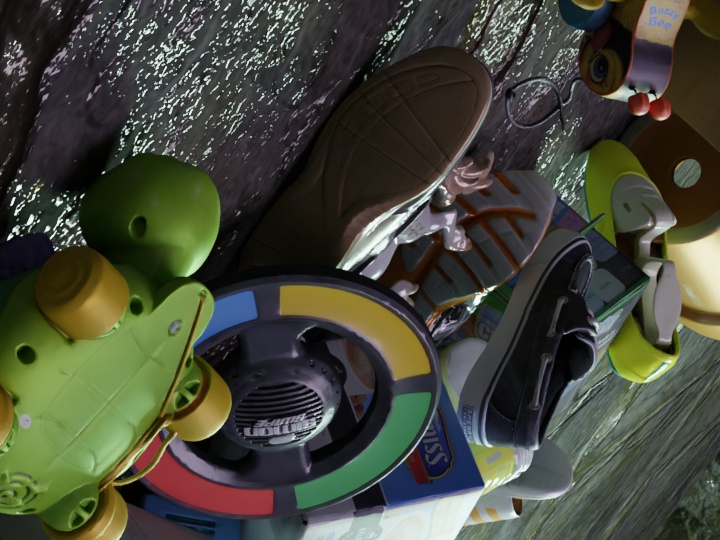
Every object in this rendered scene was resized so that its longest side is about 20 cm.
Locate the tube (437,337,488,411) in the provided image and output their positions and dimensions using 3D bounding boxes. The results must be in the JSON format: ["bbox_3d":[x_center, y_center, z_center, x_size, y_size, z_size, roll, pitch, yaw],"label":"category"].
[{"bbox_3d":[0.029,0.090,1.675,0.058,0.052,0.200,11,164,-28],"label":"tube"}]

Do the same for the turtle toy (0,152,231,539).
[{"bbox_3d":[-0.134,0.032,1.083,0.200,0.101,0.146,-48,141,-8],"label":"turtle toy"}]

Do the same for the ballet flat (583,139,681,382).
[{"bbox_3d":[0.221,-0.013,1.780,0.067,0.201,0.067,3,164,-26],"label":"ballet flat"}]

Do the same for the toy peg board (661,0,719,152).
[{"bbox_3d":[0.284,-0.173,1.498,0.098,0.199,0.200,31,103,-39],"label":"toy peg board"}]

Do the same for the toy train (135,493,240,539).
[{"bbox_3d":[-0.136,0.229,1.545,0.200,0.086,0.115,122,-22,-62],"label":"toy train"}]

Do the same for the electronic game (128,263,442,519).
[{"bbox_3d":[-0.050,0.075,1.340,0.199,0.042,0.200,-7,132,-8],"label":"electronic game"}]

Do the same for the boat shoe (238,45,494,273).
[{"bbox_3d":[0.007,-0.054,1.328,0.200,0.072,0.065,-50,170,22],"label":"boat shoe"}]

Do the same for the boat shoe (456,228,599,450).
[{"bbox_3d":[0.131,0.047,1.547,0.200,0.068,0.072,-56,148,-45],"label":"boat shoe"}]

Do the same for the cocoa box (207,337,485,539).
[{"bbox_3d":[-0.020,0.150,1.537,0.131,0.134,0.200,-8,149,-22],"label":"cocoa box"}]

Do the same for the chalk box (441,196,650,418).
[{"bbox_3d":[0.122,0.025,1.721,0.124,0.124,0.200,-32,157,-41],"label":"chalk box"}]

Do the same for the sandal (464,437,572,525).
[{"bbox_3d":[0.068,0.164,1.784,0.079,0.206,0.059,-56,144,-55],"label":"sandal"}]

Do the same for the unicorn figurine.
[{"bbox_3d":[0.000,0.000,1.451,0.137,0.074,0.200,3,113,-58],"label":"unicorn figurine"}]

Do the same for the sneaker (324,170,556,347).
[{"bbox_3d":[0.058,0.002,1.592,0.200,0.078,0.077,-42,167,16],"label":"sneaker"}]

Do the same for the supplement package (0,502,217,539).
[{"bbox_3d":[-0.143,0.213,1.334,0.117,0.117,0.200,-51,137,8],"label":"supplement package"}]

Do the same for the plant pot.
[{"bbox_3d":[0.297,-0.057,1.903,0.200,0.200,0.183,-50,149,7],"label":"plant pot"}]

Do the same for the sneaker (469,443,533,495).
[{"bbox_3d":[0.024,0.153,1.678,0.200,0.078,0.090,-23,-176,31],"label":"sneaker"}]

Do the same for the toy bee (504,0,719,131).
[{"bbox_3d":[0.178,-0.149,1.435,0.131,0.109,0.200,-11,132,-20],"label":"toy bee"}]
